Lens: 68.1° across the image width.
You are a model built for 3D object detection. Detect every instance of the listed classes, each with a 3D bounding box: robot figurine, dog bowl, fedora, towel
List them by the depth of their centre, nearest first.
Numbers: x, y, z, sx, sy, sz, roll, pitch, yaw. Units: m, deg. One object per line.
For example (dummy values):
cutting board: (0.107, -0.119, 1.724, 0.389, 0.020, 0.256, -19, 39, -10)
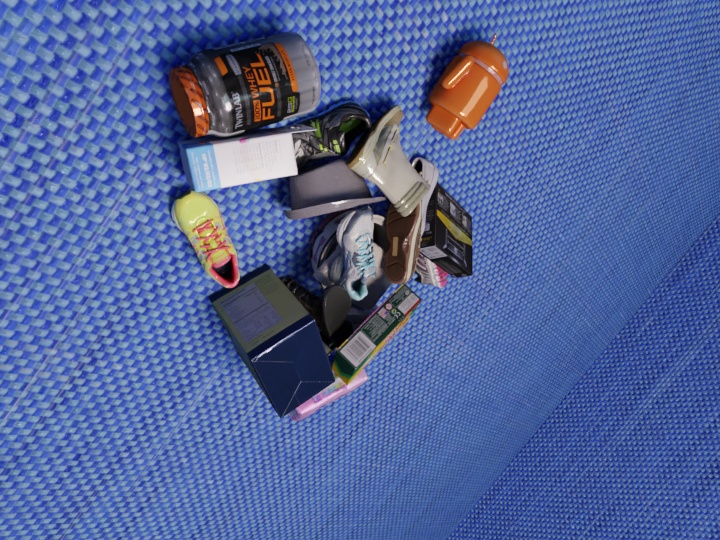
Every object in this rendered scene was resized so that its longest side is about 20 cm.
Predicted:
fedora: (-0.055, -0.155, 0.985, 0.199, 0.176, 0.091, -18, 101, -35)
robot figurine: (0.214, -0.364, 1.056, 0.143, 0.117, 0.201, 28, 102, -29)
towel: (0.000, 0.000, 1.112, 0.133, 0.034, 0.200, -51, 139, 2)
dog bowl: (-0.023, -0.045, 1.137, 0.199, 0.074, 0.201, -23, 133, -27)

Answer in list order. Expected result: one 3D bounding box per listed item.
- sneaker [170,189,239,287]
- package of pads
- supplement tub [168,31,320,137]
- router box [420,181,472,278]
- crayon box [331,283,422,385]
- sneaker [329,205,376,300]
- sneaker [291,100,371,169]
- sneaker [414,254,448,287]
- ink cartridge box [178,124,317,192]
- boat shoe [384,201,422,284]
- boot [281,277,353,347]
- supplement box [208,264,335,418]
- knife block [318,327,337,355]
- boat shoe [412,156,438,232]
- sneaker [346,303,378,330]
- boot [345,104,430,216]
sneaker: (-0.254, -0.050, 0.920, 0.078, 0.090, 0.201, -32, 136, -14)
package of pads: (-0.088, 0.293, 1.318, 0.199, 0.076, 0.121, -25, 168, -24)
supplement tub: (-0.170, -0.272, 0.792, 0.199, 0.122, 0.123, -25, 135, -24)
router box: (0.199, -0.089, 1.243, 0.200, 0.052, 0.158, 31, 57, -49)
crayon box: (0.030, 0.138, 1.120, 0.200, 0.058, 0.173, -43, 168, -20)
sneaker: (0.003, -0.028, 0.982, 0.077, 0.086, 0.201, -21, 143, -29)
sneaker: (-0.067, -0.233, 0.942, 0.199, 0.083, 0.071, -34, 138, -13)
sneaker: (0.143, -0.045, 1.281, 0.074, 0.087, 0.201, -52, 129, -46)
ink cartridge box: (-0.173, -0.180, 0.835, 0.199, 0.115, 0.068, -15, 113, -19)
boat shoe: (0.094, -0.075, 1.107, 0.075, 0.074, 0.204, -1, 104, -59)
boot: (-0.101, 0.065, 1.077, 0.069, 0.174, 0.201, -42, 150, -26)
supplement box: (-0.172, 0.137, 1.053, 0.134, 0.200, 0.201, -31, 137, -18)
knife block: (-0.126, 0.165, 1.222, 0.199, 0.064, 0.177, -6, 124, -37)
boat shoe: (0.107, -0.146, 1.155, 0.065, 0.073, 0.202, 18, 86, -48)
sneaker: (-0.014, 0.095, 1.216, 0.076, 0.081, 0.200, -32, 163, 17)
boot: (0.070, -0.207, 0.994, 0.155, 0.072, 0.201, 42, 48, -15)
